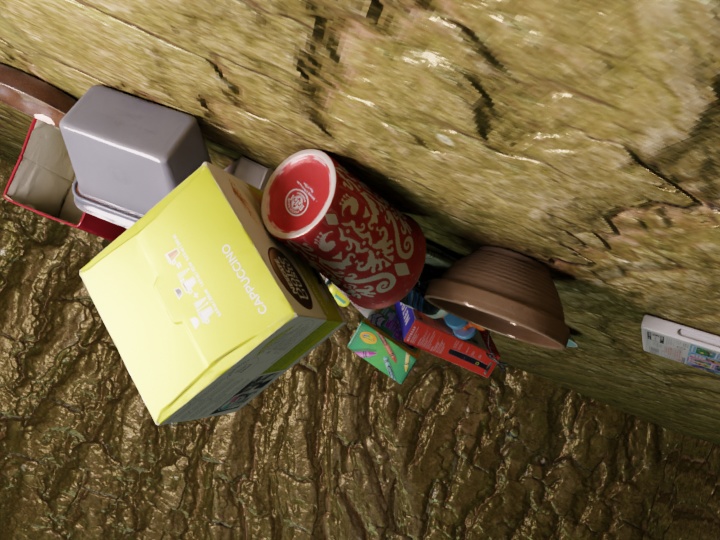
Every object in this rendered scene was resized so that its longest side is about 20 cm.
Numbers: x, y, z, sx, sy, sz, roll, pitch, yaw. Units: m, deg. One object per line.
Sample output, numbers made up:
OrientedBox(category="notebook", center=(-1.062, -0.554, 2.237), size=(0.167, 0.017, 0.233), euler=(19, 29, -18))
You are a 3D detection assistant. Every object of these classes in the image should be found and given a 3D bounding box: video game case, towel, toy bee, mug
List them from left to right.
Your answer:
OrientedBox(category="mug", center=(-0.037, -0.050, 0.845), size=(0.174, 0.137, 0.199), euler=(4, 162, 34))
OrientedBox(category="towel", center=(0.076, -0.034, 1.119), size=(0.197, 0.035, 0.192), euler=(26, 170, -21))
OrientedBox(category="toy bee", center=(0.195, 0.068, 1.174), size=(0.199, 0.109, 0.131), euler=(39, 174, 14))
OrientedBox(category="video game case", center=(0.498, 0.119, 0.988), size=(0.178, 0.024, 0.199), euler=(18, 172, 27))

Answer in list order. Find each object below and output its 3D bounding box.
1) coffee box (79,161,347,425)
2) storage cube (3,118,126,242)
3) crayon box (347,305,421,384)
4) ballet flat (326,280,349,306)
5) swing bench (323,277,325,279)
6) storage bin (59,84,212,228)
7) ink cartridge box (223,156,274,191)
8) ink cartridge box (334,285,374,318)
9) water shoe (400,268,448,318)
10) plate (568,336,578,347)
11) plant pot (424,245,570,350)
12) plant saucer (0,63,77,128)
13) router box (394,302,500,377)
OrientedBox(category="coffee box", center=(-0.164, 0.033, 0.814), size=(0.202, 0.198, 0.197), euler=(56, -171, 14))
OrientedBox(category="storage cube", center=(-0.543, -0.170, 1.347), size=(0.195, 0.175, 0.180), euler=(19, 174, 10))
OrientedBox(category="crayon box", center=(0.059, 0.119, 1.272), size=(0.117, 0.059, 0.200), euler=(33, -161, 5))
OrientedBox(category="ballet flat", center=(-0.023, 0.018, 1.341), size=(0.067, 0.067, 0.200), euler=(40, -158, -3))
OrientedBox(category="swing bench", center=(-0.147, -0.046, 1.305), size=(0.195, 0.133, 0.199), euler=(16, 174, -4))
OrientedBox(category="storage bin", center=(-0.276, -0.149, 0.885), size=(0.195, 0.148, 0.136), euler=(20, 147, 11))
OrientedBox(category="ink cartridge box", center=(-0.159, -0.077, 1.033), size=(0.123, 0.132, 0.199), euler=(22, 175, -20))
OrientedBox(category="ink cartridge box", center=(0.000, 0.000, 1.078), size=(0.115, 0.068, 0.201), euler=(45, 163, 9))
OrientedBox(category="water shoe", center=(0.091, 0.029, 1.105), size=(0.078, 0.073, 0.199), euler=(28, 168, -18))
OrientedBox(category="plate", center=(0.352, 0.111, 1.412), size=(0.195, 0.026, 0.200), euler=(22, 175, 2))
OrientedBox(category="plant pot", center=(0.190, 0.028, 0.921), size=(0.196, 0.095, 0.201), euler=(20, 174, 2))
OrientedBox(category="plant saucer", center=(-0.494, -0.261, 1.044), size=(0.196, 0.035, 0.200), euler=(22, 174, 2))
OrientedBox(category="router box", center=(0.154, 0.099, 1.289), size=(0.176, 0.050, 0.201), euler=(24, -160, -14))
